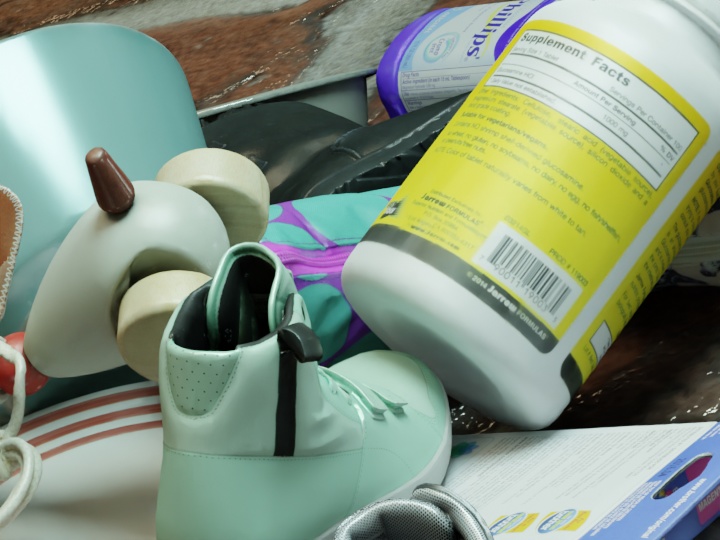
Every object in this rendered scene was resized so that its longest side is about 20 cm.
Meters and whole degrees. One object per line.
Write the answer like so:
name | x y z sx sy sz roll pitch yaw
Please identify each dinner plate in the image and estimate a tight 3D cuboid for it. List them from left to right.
dinner plate | -0.100 0.096 1.177 0.199 0.024 0.200 -11 19 4

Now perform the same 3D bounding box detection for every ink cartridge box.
ink cartridge box | 0.063 0.101 1.103 0.199 0.042 0.119 -9 15 39

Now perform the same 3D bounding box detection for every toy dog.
toy dog | -0.131 0.008 1.129 0.200 0.096 0.132 -35 34 9

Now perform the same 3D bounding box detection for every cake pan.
cake pan | -0.082 -0.074 1.600 0.199 0.037 0.200 -16 3 1

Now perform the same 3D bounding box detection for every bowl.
bowl | -0.140 -0.004 1.280 0.200 0.201 0.105 -30 60 -13

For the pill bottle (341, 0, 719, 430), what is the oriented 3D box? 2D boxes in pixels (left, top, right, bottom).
pill bottle | 0.091 -0.041 1.183 0.200 0.112 0.112 -52 29 -13

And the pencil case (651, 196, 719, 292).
pencil case | 0.183 -0.027 1.243 0.199 0.078 0.090 -6 39 39

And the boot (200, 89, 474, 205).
boot | 0.006 -0.058 1.453 0.198 0.074 0.162 -25 23 -25

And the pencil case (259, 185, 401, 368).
pencil case | 0.000 0.000 1.256 0.199 0.085 0.092 -13 -13 -42

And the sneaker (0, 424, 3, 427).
sneaker | -0.125 0.050 1.388 0.082 0.078 0.200 -2 31 42

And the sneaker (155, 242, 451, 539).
sneaker | -0.016 0.039 1.078 0.073 0.119 0.200 7 20 22

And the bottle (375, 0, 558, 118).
bottle | 0.102 -0.114 1.539 0.199 0.065 0.084 -1 37 45

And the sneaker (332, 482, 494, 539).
sneaker | 0.011 0.131 1.009 0.075 0.114 0.200 -36 23 -27
